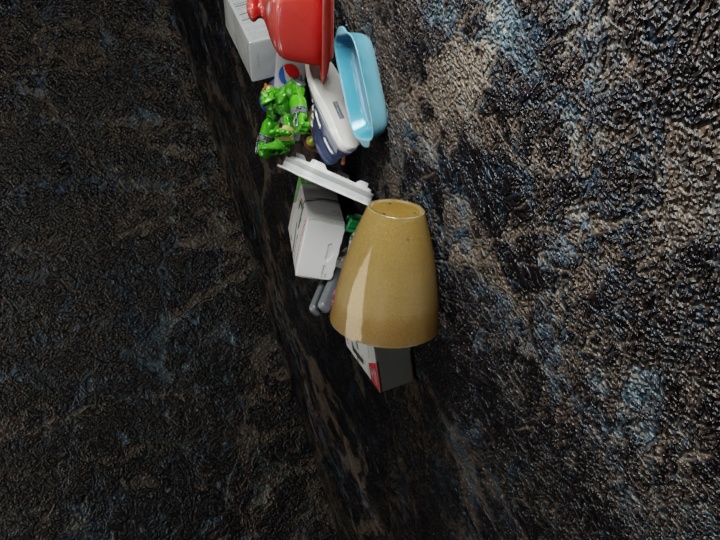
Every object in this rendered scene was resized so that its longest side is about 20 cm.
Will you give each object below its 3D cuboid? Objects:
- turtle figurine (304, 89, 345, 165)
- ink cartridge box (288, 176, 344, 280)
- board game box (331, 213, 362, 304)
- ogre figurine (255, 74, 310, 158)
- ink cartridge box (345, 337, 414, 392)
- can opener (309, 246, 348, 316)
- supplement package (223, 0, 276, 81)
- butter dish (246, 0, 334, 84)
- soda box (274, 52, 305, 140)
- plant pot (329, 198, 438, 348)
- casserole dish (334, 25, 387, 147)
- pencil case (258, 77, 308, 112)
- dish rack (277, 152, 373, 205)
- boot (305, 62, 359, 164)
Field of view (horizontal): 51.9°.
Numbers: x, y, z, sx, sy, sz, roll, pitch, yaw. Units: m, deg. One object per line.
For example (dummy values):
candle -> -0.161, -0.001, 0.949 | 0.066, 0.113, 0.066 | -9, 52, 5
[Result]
turtle figurine -> -0.085, -0.295, 1.519 | 0.161, 0.064, 0.202 | 151, 102, -74
ink cartridge box -> -0.099, -0.095, 1.606 | 0.201, 0.083, 0.147 | -106, 26, -56
board game box -> 0.000, 0.000, 1.451 | 0.200, 0.026, 0.202 | -150, 69, -64
ogre figurine -> -0.148, -0.296, 1.426 | 0.200, 0.097, 0.121 | 131, 144, -75
ink cartridge box -> 0.030, 0.132, 1.541 | 0.200, 0.083, 0.146 | -131, 28, -58
can opener -> -0.053, 0.023, 1.617 | 0.052, 0.201, 0.067 | -22, 119, 38
supplement package -> -0.228, -0.545, 1.667 | 0.114, 0.108, 0.201 | 98, 151, -57
butter dish -> -0.123, -0.454, 1.273 | 0.201, 0.146, 0.201 | 93, 172, -53
soda box -> -0.146, -0.374, 1.522 | 0.068, 0.063, 0.202 | -97, 13, -70
plant pot -> 0.049, -0.007, 1.207 | 0.186, 0.184, 0.202 | -133, 44, -58
casserole dish -> 0.003, -0.311, 1.246 | 0.121, 0.038, 0.202 | -148, 44, -68
pencil case -> -0.177, -0.404, 1.701 | 0.200, 0.086, 0.079 | -160, 84, -71
dish rack -> -0.064, -0.182, 1.447 | 0.044, 0.170, 0.200 | -65, 24, 6
boot -> -0.073, -0.305, 1.410 | 0.090, 0.072, 0.202 | -26, 82, 51
